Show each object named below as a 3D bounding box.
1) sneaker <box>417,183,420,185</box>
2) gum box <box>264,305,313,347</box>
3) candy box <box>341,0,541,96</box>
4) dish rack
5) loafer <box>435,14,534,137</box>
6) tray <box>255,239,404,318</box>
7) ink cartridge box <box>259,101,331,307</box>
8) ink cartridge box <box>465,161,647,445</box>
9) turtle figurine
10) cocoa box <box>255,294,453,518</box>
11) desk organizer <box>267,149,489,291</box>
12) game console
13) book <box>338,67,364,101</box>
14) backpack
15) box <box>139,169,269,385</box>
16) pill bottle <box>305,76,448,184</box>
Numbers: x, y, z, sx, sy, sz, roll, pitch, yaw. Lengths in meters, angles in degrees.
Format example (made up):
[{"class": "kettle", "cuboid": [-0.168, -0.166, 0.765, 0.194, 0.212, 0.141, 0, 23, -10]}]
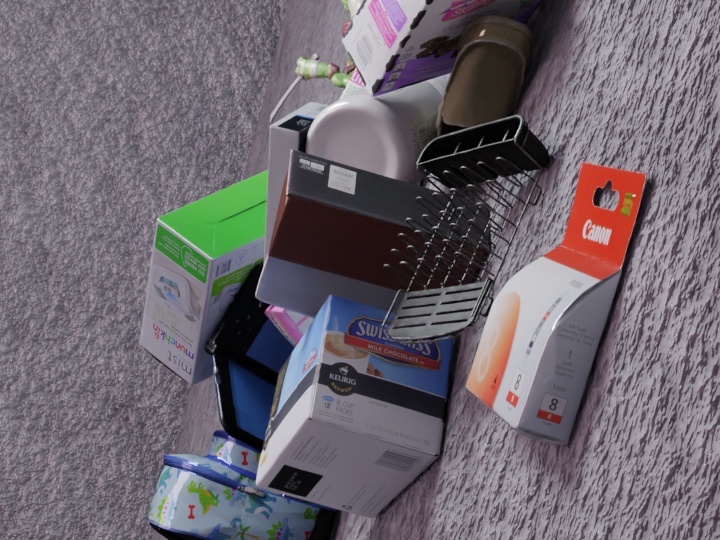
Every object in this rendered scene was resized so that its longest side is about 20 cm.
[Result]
[{"class": "sneaker", "cuboid": [0.052, -0.136, 1.911, 0.092, 0.075, 0.202, -107, 27, -59]}, {"class": "gum box", "cuboid": [0.000, 0.000, 1.731, 0.200, 0.066, 0.113, -43, 7, -10]}, {"class": "candy box", "cuboid": [0.093, -0.265, 1.589, 0.072, 0.166, 0.200, 62, 153, 16]}, {"class": "dish rack", "cuboid": [0.082, -0.031, 1.450, 0.153, 0.054, 0.202, -12, 49, 58]}, {"class": "loafer", "cuboid": [0.118, -0.169, 1.598, 0.201, 0.075, 0.069, 106, 174, -59]}, {"class": "tray", "cuboid": [-0.006, 0.002, 1.625, 0.022, 0.198, 0.109, 17, 89, 62]}, {"class": "ink cartridge box", "cuboid": [-0.064, -0.065, 1.724, 0.099, 0.039, 0.202, -42, -38, -59]}, {"class": "ink cartridge box", "cuboid": [0.143, 0.015, 1.239, 0.162, 0.050, 0.203, -144, 68, -79]}, {"class": "turtle figurine", "cuboid": [-0.027, -0.271, 2.299, 0.200, 0.143, 0.196, 135, 154, -61]}, {"class": "cocoa box", "cuboid": [-0.007, 0.134, 1.595, 0.200, 0.132, 0.133, 125, 159, -59]}, {"class": "desk organizer", "cuboid": [0.016, -0.038, 1.565, 0.072, 0.198, 0.077, -87, 16, -51]}, {"class": "game console", "cuboid": [-0.061, 0.117, 1.805, 0.172, 0.199, 0.118, -57, 39, -1]}, {"class": "book", "cuboid": [-0.001, -0.162, 1.967, 0.202, 0.048, 0.133, -63, -26, 3]}, {"class": "backpack", "cuboid": [-0.136, 0.261, 1.888, 0.183, 0.198, 0.149, 154, 132, -77]}, {"class": "box", "cuboid": [-0.137, 0.005, 1.861, 0.199, 0.096, 0.178, -28, -38, -43]}, {"class": "pill bottle", "cuboid": [0.033, -0.142, 1.716, 0.200, 0.114, 0.115, -38, -26, -59]}]
